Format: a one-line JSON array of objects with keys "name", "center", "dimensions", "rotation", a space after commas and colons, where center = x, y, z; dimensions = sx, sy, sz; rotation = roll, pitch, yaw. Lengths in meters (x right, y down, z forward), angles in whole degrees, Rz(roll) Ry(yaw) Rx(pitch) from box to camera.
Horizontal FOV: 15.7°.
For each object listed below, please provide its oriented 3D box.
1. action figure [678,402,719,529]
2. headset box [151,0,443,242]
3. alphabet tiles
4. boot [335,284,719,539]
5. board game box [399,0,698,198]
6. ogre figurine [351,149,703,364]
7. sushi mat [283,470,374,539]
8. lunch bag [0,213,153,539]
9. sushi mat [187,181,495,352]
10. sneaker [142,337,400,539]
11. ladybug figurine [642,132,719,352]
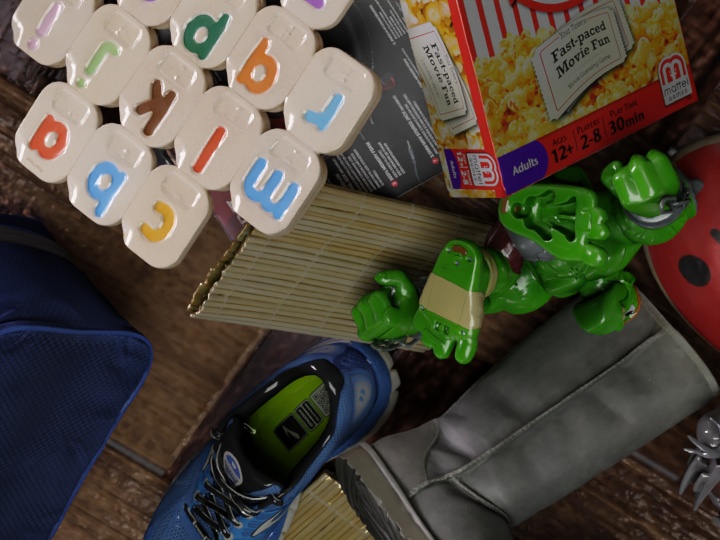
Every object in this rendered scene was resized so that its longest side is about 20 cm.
[{"name": "action figure", "center": [0.262, 0.107, 1.429], "dimensions": [0.200, 0.070, 0.130], "rotation": [13, 143, -27]}, {"name": "headset box", "center": [-0.028, -0.103, 1.399], "dimensions": [0.200, 0.075, 0.149], "rotation": [-30, 108, 14]}, {"name": "alphabet tiles", "center": [-0.086, -0.109, 1.336], "dimensions": [0.200, 0.015, 0.196], "rotation": [37, 99, 21]}, {"name": "boot", "center": [0.109, 0.113, 1.412], "dimensions": [0.200, 0.073, 0.182], "rotation": [-26, 67, -18]}, {"name": "board game box", "center": [0.086, -0.156, 1.328], "dimensions": [0.046, 0.151, 0.200], "rotation": [3, 114, 50]}, {"name": "ogre figurine", "center": [0.103, -0.014, 1.379], "dimensions": [0.098, 0.120, 0.200], "rotation": [50, 120, 19]}, {"name": "sushi mat", "center": [-0.053, 0.209, 1.556], "dimensions": [0.096, 0.012, 0.200], "rotation": [43, 108, -13]}, {"name": "lunch bag", "center": [-0.227, 0.068, 1.441], "dimensions": [0.136, 0.132, 0.200], "rotation": [10, 120, -48]}, {"name": "sushi mat", "center": [0.000, 0.000, 1.405], "dimensions": [0.200, 0.012, 0.096], "rotation": [11, 125, -50]}, {"name": "sneaker", "center": [-0.067, 0.113, 1.474], "dimensions": [0.079, 0.089, 0.200], "rotation": [44, 106, 16]}, {"name": "ladybug figurine", "center": [0.242, 0.002, 1.431], "dimensions": [0.200, 0.072, 0.136], "rotation": [29, 111, -9]}]
